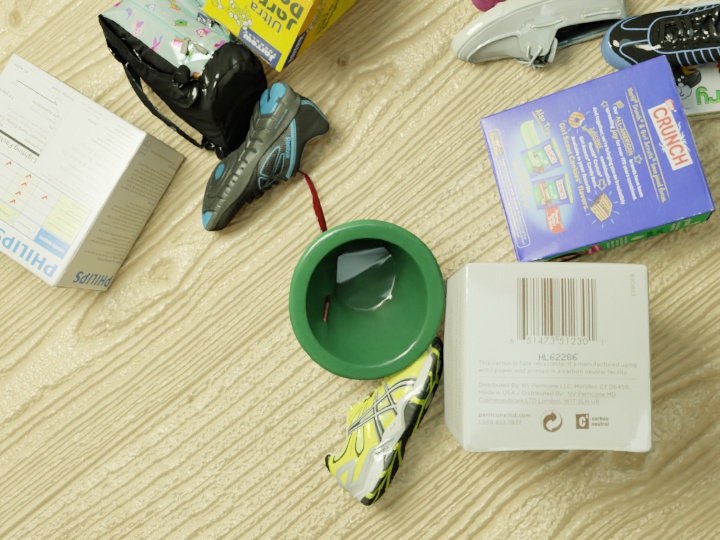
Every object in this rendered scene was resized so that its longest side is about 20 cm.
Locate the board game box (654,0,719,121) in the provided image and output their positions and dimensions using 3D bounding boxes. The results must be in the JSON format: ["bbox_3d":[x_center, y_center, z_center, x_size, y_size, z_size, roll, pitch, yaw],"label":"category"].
[{"bbox_3d":[0.432,-0.238,0.834,0.199,0.035,0.127,-6,84,9],"label":"board game box"}]

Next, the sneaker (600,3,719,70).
[{"bbox_3d":[0.357,-0.249,0.790,0.199,0.078,0.070,0,85,10],"label":"sneaker"}]

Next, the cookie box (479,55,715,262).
[{"bbox_3d":[0.250,-0.108,0.815,0.199,0.075,0.172,-16,82,18],"label":"cookie box"}]

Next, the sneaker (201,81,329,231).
[{"bbox_3d":[-0.115,-0.117,0.888,0.200,0.082,0.073,-50,38,20],"label":"sneaker"}]

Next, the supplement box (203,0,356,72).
[{"bbox_3d":[-0.061,-0.332,0.830,0.109,0.110,0.200,37,55,-3],"label":"supplement box"}]

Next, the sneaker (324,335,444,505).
[{"bbox_3d":[0.027,0.155,0.840,0.076,0.075,0.200,27,83,21],"label":"sneaker"}]

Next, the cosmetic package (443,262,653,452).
[{"bbox_3d":[0.172,0.084,0.749,0.167,0.200,0.167,0,84,1],"label":"cosmetic package"}]

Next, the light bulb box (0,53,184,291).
[{"bbox_3d":[-0.355,-0.110,0.902,0.198,0.125,0.200,31,90,10],"label":"light bulb box"}]

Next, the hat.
[{"bbox_3d":[0.000,0.000,0.869,0.165,0.176,0.201,3,104,-6],"label":"hat"}]

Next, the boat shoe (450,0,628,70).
[{"bbox_3d":[0.204,-0.269,0.856,0.200,0.070,0.072,-20,77,4],"label":"boat shoe"}]

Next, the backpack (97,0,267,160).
[{"bbox_3d":[-0.204,-0.249,0.889,0.200,0.167,0.127,41,72,14],"label":"backpack"}]

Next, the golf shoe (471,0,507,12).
[{"bbox_3d":[0.216,-0.363,0.873,0.199,0.075,0.092,-20,60,8],"label":"golf shoe"}]
